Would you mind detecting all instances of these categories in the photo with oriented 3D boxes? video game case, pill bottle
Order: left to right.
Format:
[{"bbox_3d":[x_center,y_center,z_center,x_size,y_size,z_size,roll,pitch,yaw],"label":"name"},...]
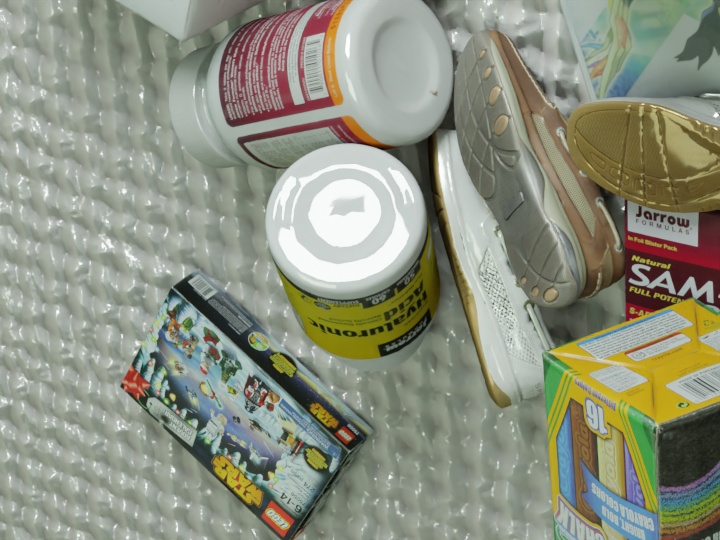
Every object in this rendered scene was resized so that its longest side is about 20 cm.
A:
[{"bbox_3d":[-0.039,-0.130,1.462,0.199,0.109,0.110,-7,110,45],"label":"pill bottle"},{"bbox_3d":[0.000,0.000,1.460,0.111,0.111,0.200,34,166,18],"label":"pill bottle"},{"bbox_3d":[0.197,-0.205,1.300,0.182,0.022,0.201,-7,110,40],"label":"video game case"}]

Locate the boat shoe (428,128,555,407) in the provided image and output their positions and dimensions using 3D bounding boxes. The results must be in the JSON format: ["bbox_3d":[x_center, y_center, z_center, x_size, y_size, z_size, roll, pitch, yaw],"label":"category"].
[{"bbox_3d":[0.099,-0.009,1.453,0.069,0.071,0.201,-16,90,0],"label":"boat shoe"}]

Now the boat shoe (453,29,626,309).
[{"bbox_3d":[0.121,-0.070,1.396,0.076,0.071,0.201,-40,64,57],"label":"boat shoe"}]

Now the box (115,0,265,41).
[{"bbox_3d":[-0.139,-0.302,1.432,0.198,0.131,0.201,32,129,20],"label":"box"}]

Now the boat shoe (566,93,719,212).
[{"bbox_3d":[0.231,-0.078,1.311,0.199,0.069,0.071,12,120,26],"label":"boat shoe"}]

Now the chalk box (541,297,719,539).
[{"bbox_3d":[0.202,0.143,1.313,0.124,0.124,0.201,36,137,53],"label":"chalk box"}]

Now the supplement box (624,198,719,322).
[{"bbox_3d":[0.236,0.037,1.379,0.108,0.061,0.201,13,121,33],"label":"supplement box"}]

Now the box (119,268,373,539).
[{"bbox_3d":[-0.097,0.113,1.695,0.200,0.040,0.137,42,133,11],"label":"box"}]
